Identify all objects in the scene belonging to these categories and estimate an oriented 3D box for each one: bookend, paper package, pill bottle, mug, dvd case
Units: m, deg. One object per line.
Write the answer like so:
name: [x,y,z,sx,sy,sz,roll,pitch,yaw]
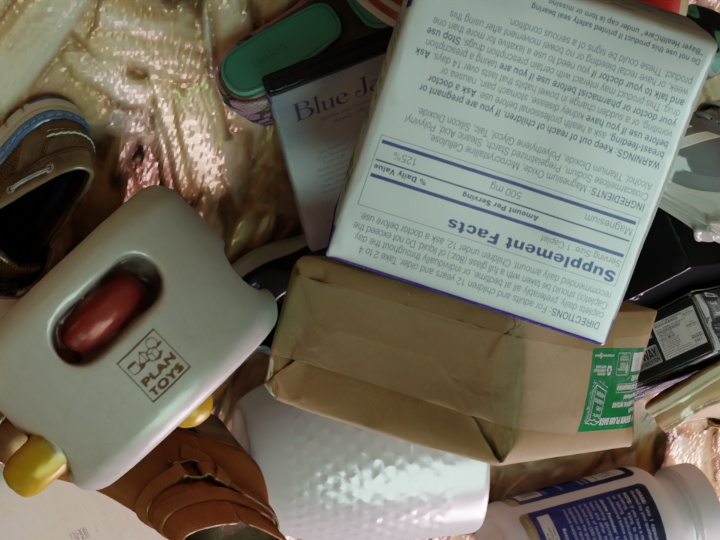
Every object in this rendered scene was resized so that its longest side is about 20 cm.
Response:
bookend: [0.200,-0.007,1.613,0.199,0.092,0.200,-30,166,34]
paper package: [0.073,0.057,1.426,0.200,0.190,0.104,1,102,-57]
pill bottle: [0.211,0.237,1.851,0.200,0.116,0.116,-13,135,-18]
mug: [-0.006,0.111,1.604,0.175,0.148,0.200,-5,103,-13]
dvd case: [0.017,-0.093,1.424,0.143,0.018,0.200,-22,149,-5]

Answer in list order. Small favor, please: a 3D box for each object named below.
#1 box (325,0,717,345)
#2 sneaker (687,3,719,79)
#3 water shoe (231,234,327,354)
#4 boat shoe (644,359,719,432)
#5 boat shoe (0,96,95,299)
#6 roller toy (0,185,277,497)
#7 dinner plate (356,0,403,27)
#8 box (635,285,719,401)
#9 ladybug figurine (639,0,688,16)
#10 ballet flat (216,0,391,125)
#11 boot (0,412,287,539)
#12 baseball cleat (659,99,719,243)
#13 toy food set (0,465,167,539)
box: [0.095,-0.083,1.295,0.184,0.105,0.200,18,104,-5]
sneaker: [0.178,-0.116,1.528,0.200,0.078,0.140,-9,137,-8]
water shoe: [0.000,0.000,1.530,0.200,0.079,0.072,-27,138,-4]
boat shoe: [0.304,0.095,1.611,0.200,0.069,0.074,-17,169,-35]
boat shoe: [-0.242,-0.020,1.379,0.072,0.072,0.200,16,121,-39]
roller toy: [-0.152,0.050,1.390,0.182,0.140,0.200,-41,-176,38]
dinner plate: [0.068,-0.241,1.317,0.200,0.024,0.200,0,106,-2]
box: [0.230,0.067,1.653,0.200,0.050,0.158,-30,168,38]
ladybug figurine: [0.143,-0.177,1.378,0.072,0.136,0.200,21,81,-74]
ballet flat: [-0.002,-0.161,1.391,0.200,0.069,0.071,-33,156,6]
boot: [-0.152,0.149,1.475,0.200,0.155,0.074,4,118,-27]
baseball cleat: [0.211,-0.092,1.465,0.200,0.107,0.070,34,154,-13]
toy food set: [-0.222,0.183,1.609,0.143,0.060,0.200,-24,130,-6]
